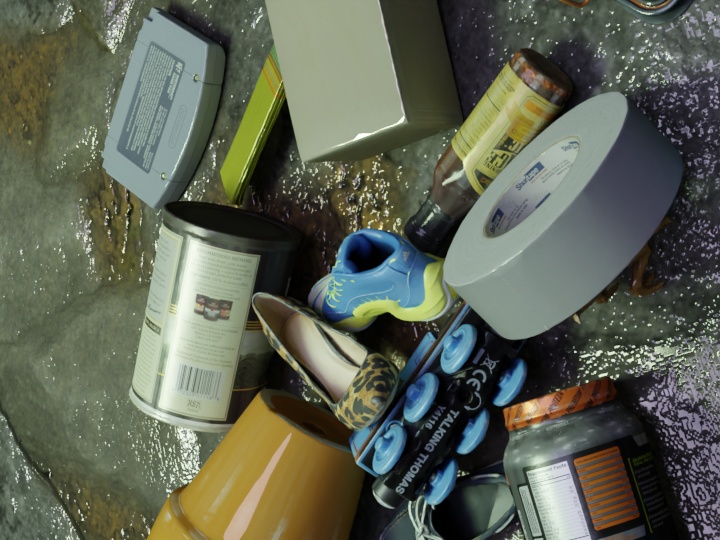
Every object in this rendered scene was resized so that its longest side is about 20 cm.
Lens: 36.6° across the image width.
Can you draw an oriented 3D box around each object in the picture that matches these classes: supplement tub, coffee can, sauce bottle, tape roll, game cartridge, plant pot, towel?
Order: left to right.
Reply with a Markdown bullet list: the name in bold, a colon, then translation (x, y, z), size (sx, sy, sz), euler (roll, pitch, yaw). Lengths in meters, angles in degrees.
- **game cartridge**: translation (-0.225, -0.181, 1.248), size (0.132, 0.041, 0.203), euler (33, 111, 28)
- **coffee can**: translation (-0.152, 0.045, 1.128), size (0.145, 0.145, 0.204), euler (22, 105, 34)
- **towel**: translation (-0.100, -0.172, 1.144), size (0.202, 0.018, 0.086), euler (-64, 24, 22)
- **plant pot**: translation (-0.083, 0.227, 1.061), size (0.199, 0.199, 0.186), euler (31, 98, 32)
- **sauce bottle**: translation (0.110, -0.101, 0.976), size (0.066, 0.065, 0.201), euler (49, 121, 25)
- **tape roll**: translation (0.155, -0.044, 0.857), size (0.066, 0.201, 0.200), euler (42, 122, -12)
- **supplement tub**: translation (0.189, 0.197, 0.886), size (0.121, 0.122, 0.204), euler (-22, 78, 35)

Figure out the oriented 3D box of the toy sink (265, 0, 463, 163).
- **toy sink**: translation (0.002, -0.217, 1.025), size (0.129, 0.111, 0.204), euler (-16, 87, 36)

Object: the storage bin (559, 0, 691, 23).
- **storage bin**: translation (0.175, -0.295, 0.874), size (0.200, 0.133, 0.147), euler (43, 115, 29)

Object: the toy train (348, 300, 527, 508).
- **toy train**: translation (0.070, 0.116, 0.976), size (0.202, 0.086, 0.114), euler (-56, 17, 6)

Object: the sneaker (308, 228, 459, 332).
- **sneaker**: translation (0.000, 0.000, 1.019), size (0.198, 0.105, 0.077), euler (-10, 51, 46)

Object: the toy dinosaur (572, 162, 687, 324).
- **toy dinosaur**: translation (0.199, -0.010, 0.868), size (0.060, 0.107, 0.201), euler (15, 58, 33)

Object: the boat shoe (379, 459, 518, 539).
- **boat shoe**: translation (0.083, 0.231, 1.006), size (0.198, 0.061, 0.076), euler (-29, 76, 35)

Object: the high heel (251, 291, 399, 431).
- **high heel**: translation (-0.040, 0.076, 0.992), size (0.142, 0.200, 0.072), euler (37, 87, -9)
